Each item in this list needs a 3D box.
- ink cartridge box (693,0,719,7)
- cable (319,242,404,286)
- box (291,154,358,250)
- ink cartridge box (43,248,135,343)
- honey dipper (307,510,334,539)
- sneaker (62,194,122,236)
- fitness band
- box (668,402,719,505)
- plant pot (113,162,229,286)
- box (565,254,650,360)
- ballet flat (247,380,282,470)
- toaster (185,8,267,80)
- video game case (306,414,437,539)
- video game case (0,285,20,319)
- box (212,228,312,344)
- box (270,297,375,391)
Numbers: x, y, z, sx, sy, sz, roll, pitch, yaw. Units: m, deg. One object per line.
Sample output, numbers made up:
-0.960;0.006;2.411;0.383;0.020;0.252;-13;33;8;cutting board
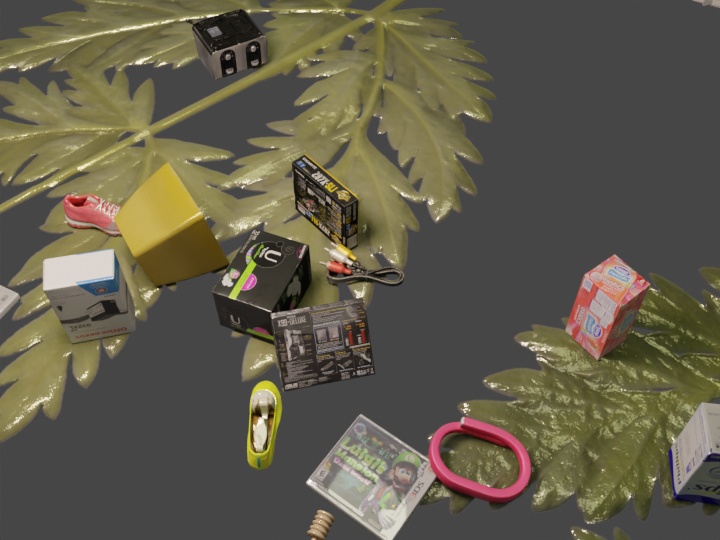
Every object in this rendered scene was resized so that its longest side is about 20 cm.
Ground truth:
1.167;-0.947;2.493;0.124;0.129;0.201;21;55;17;ink cartridge box
0.000;0.000;1.784;0.198;0.051;0.098;17;54;15;cable
-0.085;-0.160;1.846;0.049;0.161;0.200;-34;57;-24;box
-0.573;0.058;1.647;0.143;0.201;0.084;-10;53;-8;ink cartridge box
-0.103;0.525;1.371;0.038;0.038;0.201;18;55;15;honey dipper
-0.634;-0.141;1.881;0.197;0.087;0.074;6;52;5;sneaker
0.230;0.364;1.486;0.198;0.038;0.145;18;51;5;fitness band
0.685;0.342;1.406;0.181;0.201;0.106;6;52;5;box
-0.445;-0.086;1.778;0.175;0.201;0.200;-32;57;-10;plant pot
0.515;0.080;1.619;0.094;0.201;0.103;-29;55;-21;box
-0.193;0.296;1.537;0.066;0.067;0.202;-1;51;1;ballet flat
-0.392;-0.674;2.290;0.179;0.119;0.201;-24;55;-19;toaster
0.026;0.396;1.482;0.199;0.023;0.182;29;57;22;video game case
-0.900;0.097;1.733;0.180;0.022;0.201;21;55;16;video game case
-0.213;0.033;1.714;0.147;0.125;0.201;16;52;14;box
-0.078;0.153;1.599;0.197;0.160;0.050;-10;9;-7;box
